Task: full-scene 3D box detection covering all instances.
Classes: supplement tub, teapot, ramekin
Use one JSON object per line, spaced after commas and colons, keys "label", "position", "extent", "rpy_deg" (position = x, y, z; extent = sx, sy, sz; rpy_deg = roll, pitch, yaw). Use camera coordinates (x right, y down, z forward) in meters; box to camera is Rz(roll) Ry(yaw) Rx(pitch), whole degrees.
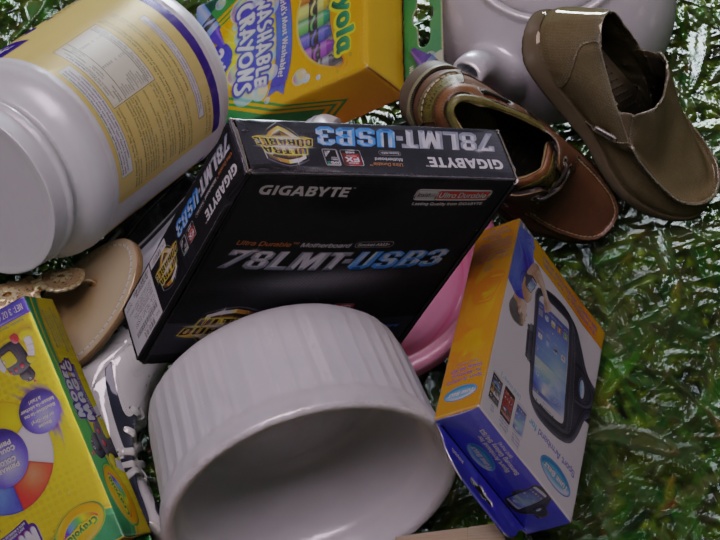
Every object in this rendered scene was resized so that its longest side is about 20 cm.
{"label": "supplement tub", "position": [-0.199, -0.098, 1.657], "extent": [0.145, 0.146, 0.200], "rpy_deg": [26, 40, 20]}
{"label": "teapot", "position": [0.141, -0.217, 1.744], "extent": [0.196, 0.146, 0.201], "rpy_deg": [-16, 64, 0]}
{"label": "ramekin", "position": [-0.044, 0.112, 1.568], "extent": [0.199, 0.201, 0.098], "rpy_deg": [-19, 53, -3]}

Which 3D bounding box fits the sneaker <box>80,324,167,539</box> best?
{"label": "sneaker", "position": [-0.156, 0.140, 1.633], "extent": [0.129, 0.080, 0.200], "rpy_deg": [28, 69, 20]}

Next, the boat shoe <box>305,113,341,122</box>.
{"label": "boat shoe", "position": [-0.076, -0.028, 1.668], "extent": [0.068, 0.072, 0.201], "rpy_deg": [20, 75, 17]}

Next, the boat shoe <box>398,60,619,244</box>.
{"label": "boat shoe", "position": [0.111, -0.069, 1.653], "extent": [0.072, 0.199, 0.068], "rpy_deg": [-59, 31, 2]}

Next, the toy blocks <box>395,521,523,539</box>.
{"label": "toy blocks", "position": [0.037, 0.250, 1.547], "extent": [0.136, 0.100, 0.201], "rpy_deg": [-10, 59, 16]}

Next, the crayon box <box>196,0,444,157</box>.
{"label": "crayon box", "position": [-0.033, -0.166, 1.747], "extent": [0.199, 0.051, 0.127], "rpy_deg": [-21, 55, 32]}

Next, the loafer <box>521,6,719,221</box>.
{"label": "loafer", "position": [0.192, -0.108, 1.666], "extent": [0.067, 0.200, 0.076], "rpy_deg": [-13, 44, 47]}

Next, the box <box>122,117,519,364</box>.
{"label": "box", "position": [-0.028, -0.016, 1.534], "extent": [0.199, 0.199, 0.050], "rpy_deg": [0, 55, -31]}

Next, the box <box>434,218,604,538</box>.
{"label": "box", "position": [0.106, 0.076, 1.578], "extent": [0.041, 0.119, 0.201], "rpy_deg": [-20, 35, 29]}

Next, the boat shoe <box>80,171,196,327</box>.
{"label": "boat shoe", "position": [-0.168, 0.010, 1.720], "extent": [0.071, 0.072, 0.200], "rpy_deg": [25, 62, 38]}

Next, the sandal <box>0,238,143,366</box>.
{"label": "sandal", "position": [-0.244, 0.046, 1.639], "extent": [0.211, 0.069, 0.078], "rpy_deg": [-41, 46, 18]}

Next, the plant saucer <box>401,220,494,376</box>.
{"label": "plant saucer", "position": [0.000, 0.000, 1.705], "extent": [0.199, 0.051, 0.202], "rpy_deg": [-3, 62, 6]}

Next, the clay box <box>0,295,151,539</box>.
{"label": "clay box", "position": [-0.220, 0.132, 1.574], "extent": [0.114, 0.048, 0.201], "rpy_deg": [-28, 77, 15]}
